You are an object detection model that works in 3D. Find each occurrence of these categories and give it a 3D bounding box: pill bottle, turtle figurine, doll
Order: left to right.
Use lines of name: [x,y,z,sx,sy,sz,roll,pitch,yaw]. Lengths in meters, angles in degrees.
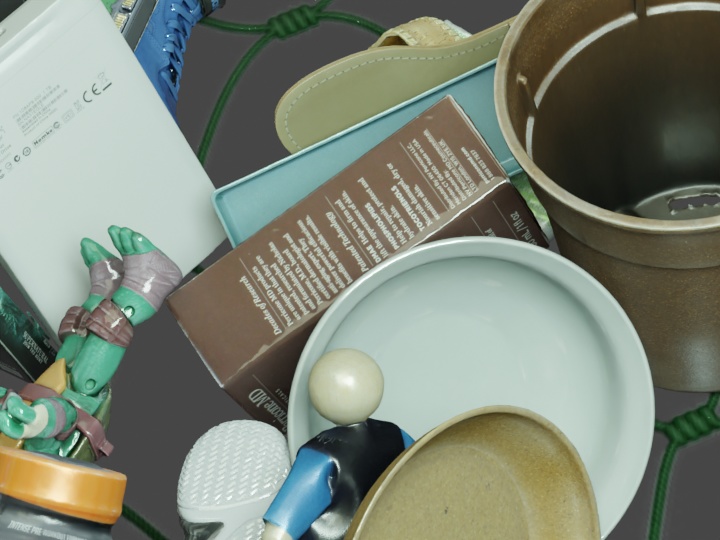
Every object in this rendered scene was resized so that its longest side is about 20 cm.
pill bottle: [-0.173,0.191,1.379,0.106,0.106,0.201,12,86,20]
turtle figurine: [-0.179,0.071,1.510,0.149,0.101,0.200,6,56,53]
doll: [-0.007,0.140,1.419,0.136,0.201,0.048,-9,14,-43]

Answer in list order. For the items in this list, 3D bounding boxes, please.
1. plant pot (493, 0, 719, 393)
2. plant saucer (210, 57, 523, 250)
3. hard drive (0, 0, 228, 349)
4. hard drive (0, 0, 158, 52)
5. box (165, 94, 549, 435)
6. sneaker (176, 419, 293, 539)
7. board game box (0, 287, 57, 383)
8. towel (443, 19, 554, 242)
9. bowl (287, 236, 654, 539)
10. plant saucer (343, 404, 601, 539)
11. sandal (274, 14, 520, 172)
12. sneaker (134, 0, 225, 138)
plant pot: [0.185,-0.047,1.512,0.199,0.199,0.201,-6,55,8]
plant saucer: [0.013,-0.058,1.618,0.199,0.070,0.019,-25,17,-4]
hard drive: [-0.166,-0.058,1.601,0.132,0.200,0.027,-42,37,-16]
hard drive: [-0.233,-0.153,1.679,0.199,0.038,0.140,13,65,19]
box: [0.000,0.000,1.559,0.200,0.100,0.075,-35,62,3]
sneaker: [-0.071,0.190,1.462,0.075,0.115,0.201,5,56,15]
board game box: [-0.285,-0.004,1.628,0.199,0.135,0.028,23,72,24]
towel: [0.052,-0.051,1.649,0.149,0.031,0.200,26,66,27]
bowl: [0.053,0.073,1.502,0.200,0.202,0.090,-25,13,-5]
plant saucer: [0.046,0.165,1.416,0.035,0.200,0.201,13,58,44]
sandal: [0.045,-0.118,1.654,0.211,0.078,0.070,-18,26,-7]
sneaker: [-0.120,-0.158,1.730,0.111,0.077,0.201,-20,61,-9]
